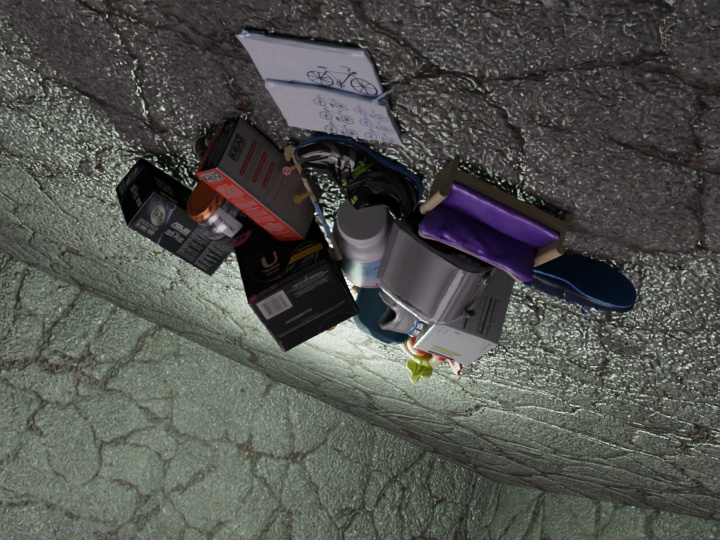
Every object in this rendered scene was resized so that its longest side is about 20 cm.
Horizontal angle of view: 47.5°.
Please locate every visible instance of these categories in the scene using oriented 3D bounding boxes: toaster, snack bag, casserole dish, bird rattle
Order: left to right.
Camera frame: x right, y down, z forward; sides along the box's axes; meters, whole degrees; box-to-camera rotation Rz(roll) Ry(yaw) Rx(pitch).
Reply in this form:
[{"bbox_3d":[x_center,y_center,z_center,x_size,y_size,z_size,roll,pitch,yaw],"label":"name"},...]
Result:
[{"bbox_3d":[-0.048,-0.234,1.062,0.188,0.021,0.200,15,161,21],"label":"snack bag"},{"bbox_3d":[0.045,0.056,1.506,0.121,0.200,0.039,27,138,-16],"label":"casserole dish"},{"bbox_3d":[0.160,0.190,1.940,0.163,0.113,0.200,42,155,-10],"label":"bird rattle"},{"bbox_3d":[0.108,-0.007,1.273,0.200,0.130,0.113,36,-151,27],"label":"toaster"}]

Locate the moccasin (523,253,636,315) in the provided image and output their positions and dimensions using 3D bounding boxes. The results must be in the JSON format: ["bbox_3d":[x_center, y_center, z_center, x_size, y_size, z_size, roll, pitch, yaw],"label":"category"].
[{"bbox_3d":[0.333,0.016,1.278,0.200,0.081,0.068,27,152,27],"label":"moccasin"}]

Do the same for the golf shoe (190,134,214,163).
[{"bbox_3d":[-0.199,-0.167,1.376,0.200,0.077,0.088,40,173,-38],"label":"golf shoe"}]

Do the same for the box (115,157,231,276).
[{"bbox_3d":[-0.353,-0.103,1.564,0.200,0.086,0.164,35,-169,-36],"label":"box"}]

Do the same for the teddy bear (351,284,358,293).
[{"bbox_3d":[0.051,0.063,1.735,0.145,0.067,0.200,30,160,-18],"label":"teddy bear"}]

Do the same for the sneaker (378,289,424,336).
[{"bbox_3d":[0.079,0.025,1.407,0.086,0.201,0.075,4,-156,-20],"label":"sneaker"}]

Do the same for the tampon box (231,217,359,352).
[{"bbox_3d":[-0.115,0.007,1.396,0.126,0.150,0.200,60,-178,-38],"label":"tampon box"}]

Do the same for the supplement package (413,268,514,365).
[{"bbox_3d":[0.182,0.063,1.432,0.110,0.156,0.200,18,162,-1],"label":"supplement package"}]

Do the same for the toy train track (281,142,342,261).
[{"bbox_3d":[-0.082,-0.102,1.288,0.115,0.032,0.201,-113,-2,-71],"label":"toy train track"}]

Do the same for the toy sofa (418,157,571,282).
[{"bbox_3d":[0.187,-0.067,1.156,0.199,0.098,0.083,25,161,-10],"label":"toy sofa"}]

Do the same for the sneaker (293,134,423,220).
[{"bbox_3d":[-0.005,-0.135,1.197,0.199,0.083,0.071,24,162,-9],"label":"sneaker"}]

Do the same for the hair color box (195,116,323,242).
[{"bbox_3d":[-0.156,-0.140,1.303,0.061,0.102,0.200,-5,146,42],"label":"hair color box"}]

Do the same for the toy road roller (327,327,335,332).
[{"bbox_3d":[-0.123,0.034,1.642,0.146,0.201,0.123,-24,137,35],"label":"toy road roller"}]

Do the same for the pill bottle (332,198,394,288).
[{"bbox_3d":[0.010,-0.050,1.385,0.108,0.109,0.200,18,162,11],"label":"pill bottle"}]

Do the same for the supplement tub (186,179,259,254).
[{"bbox_3d":[-0.211,-0.090,1.499,0.122,0.123,0.200,1,154,48],"label":"supplement tub"}]
